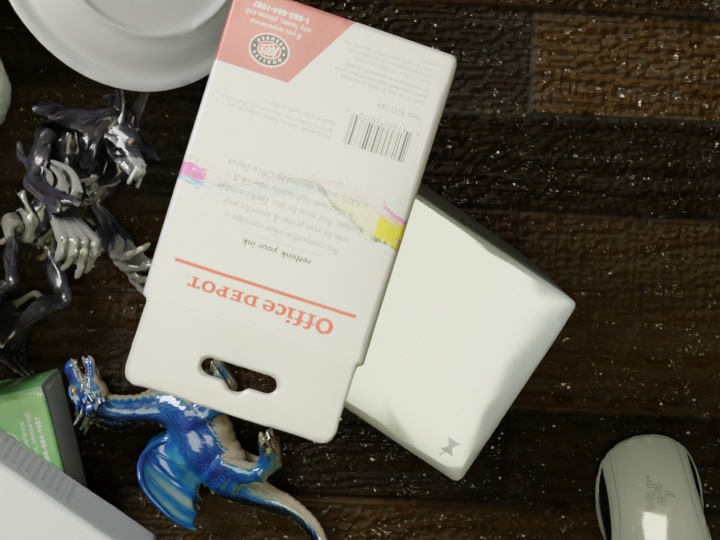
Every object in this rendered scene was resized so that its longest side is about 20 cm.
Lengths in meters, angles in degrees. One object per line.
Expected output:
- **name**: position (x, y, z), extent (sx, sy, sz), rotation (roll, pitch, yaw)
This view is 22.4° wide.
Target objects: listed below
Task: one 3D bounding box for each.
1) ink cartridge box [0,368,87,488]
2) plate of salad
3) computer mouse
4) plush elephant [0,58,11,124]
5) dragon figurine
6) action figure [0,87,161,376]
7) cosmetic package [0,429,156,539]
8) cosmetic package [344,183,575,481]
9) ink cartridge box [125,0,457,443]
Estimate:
- **ink cartridge box**: position (-0.270, 0.156, 1.123), extent (0.198, 0.088, 0.147), rotation (-13, 97, -1)
- **plate of salad**: position (-0.137, -0.205, 1.068), extent (0.199, 0.048, 0.202), rotation (2, 87, -39)
- **computer mouse**: position (0.192, 0.206, 1.160), extent (0.109, 0.044, 0.202), rotation (-11, 97, 1)
- **plush elephant**: position (-0.272, -0.157, 1.055), extent (0.163, 0.200, 0.156), rotation (15, 115, -10)
- **dragon figurine**: position (-0.103, 0.122, 1.136), extent (0.099, 0.059, 0.201), rotation (-35, 96, 3)
- **action figure**: position (-0.171, -0.024, 1.090), extent (0.102, 0.119, 0.201), rotation (40, 103, 28)
- **cosmetic package**: position (-0.225, 0.145, 1.045), extent (0.199, 0.074, 0.102), rotation (37, 93, -7)
- **cosmetic package**: position (0.000, 0.000, 1.052), extent (0.199, 0.200, 0.123), rotation (34, 96, -6)
- **ink cartridge box**: position (-0.037, -0.027, 0.913), extent (0.116, 0.067, 0.202), rotation (18, 91, -4)
